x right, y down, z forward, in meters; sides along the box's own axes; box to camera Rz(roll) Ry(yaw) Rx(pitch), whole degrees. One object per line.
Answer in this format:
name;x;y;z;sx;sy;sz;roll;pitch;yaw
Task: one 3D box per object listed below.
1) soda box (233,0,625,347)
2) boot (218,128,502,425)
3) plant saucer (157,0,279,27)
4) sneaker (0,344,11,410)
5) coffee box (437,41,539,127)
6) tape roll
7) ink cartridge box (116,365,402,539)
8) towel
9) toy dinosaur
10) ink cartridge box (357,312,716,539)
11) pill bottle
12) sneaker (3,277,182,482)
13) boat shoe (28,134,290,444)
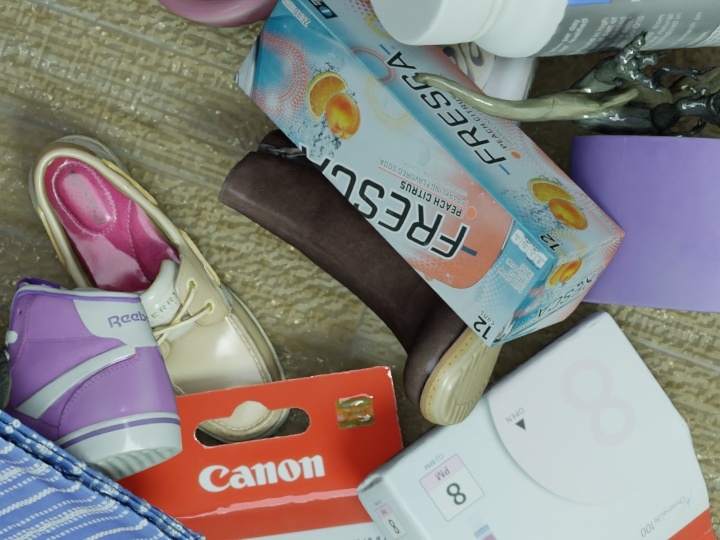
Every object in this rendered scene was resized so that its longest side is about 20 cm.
soda box;0.032;-0.056;1.252;0.200;0.068;0.064;46;125;21
boot;0.000;0.000;1.311;0.166;0.200;0.072;24;114;4
plant saucer;-0.039;-0.218;1.331;0.051;0.200;0.201;21;92;-40
sneaker;-0.245;0.070;1.349;0.077;0.200;0.089;-26;115;-36
coffee box;0.050;-0.157;1.359;0.113;0.080;0.200;17;91;3
tape roll;0.203;-0.020;1.294;0.200;0.200;0.085;5;91;2
ink cartridge box;-0.046;0.163;1.362;0.162;0.057;0.200;-9;109;3
towel;-0.196;0.118;1.297;0.200;0.145;0.024;35;49;-29
toy dinosaur;0.129;-0.087;1.257;0.200;0.088;0.047;1;85;-41
ink cartridge box;0.119;0.147;1.338;0.163;0.057;0.200;-34;85;-25
pill bottle;0.108;-0.163;1.254;0.200;0.114;0.114;-6;90;-27
sneaker;-0.177;0.068;1.355;0.200;0.073;0.114;-24;75;34
boat shoe;-0.113;0.013;1.373;0.074;0.069;0.200;-40;89;2
